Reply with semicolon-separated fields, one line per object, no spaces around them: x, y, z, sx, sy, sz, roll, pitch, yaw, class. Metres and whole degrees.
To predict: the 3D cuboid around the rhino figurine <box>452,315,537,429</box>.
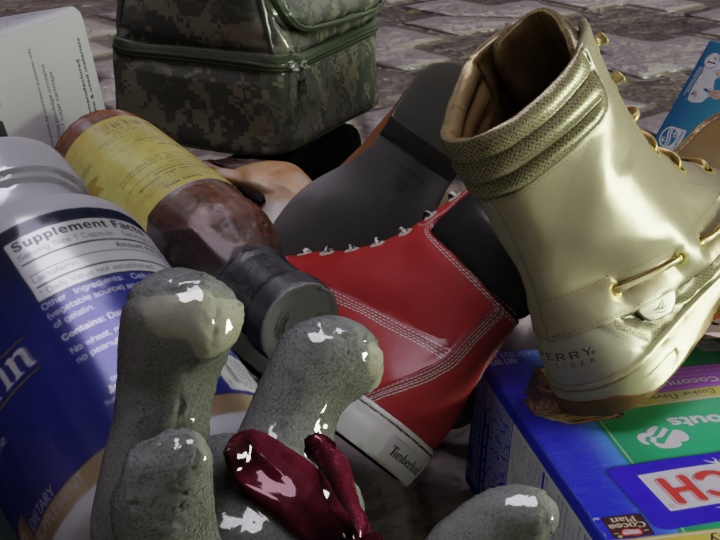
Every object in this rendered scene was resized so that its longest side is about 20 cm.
0.081;-0.005;0.890;0.087;0.060;0.200;-10;46;29;rhino figurine

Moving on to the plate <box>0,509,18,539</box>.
-0.181;0.038;0.798;0.199;0.026;0.201;3;51;-4;plate

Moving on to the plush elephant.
-0.007;0.111;0.549;0.154;0.201;0.165;16;-10;23;plush elephant

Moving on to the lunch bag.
-0.070;-0.177;1.101;0.139;0.168;0.200;8;19;22;lunch bag

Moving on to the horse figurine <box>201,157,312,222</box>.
-0.062;-0.015;0.983;0.132;0.050;0.200;-6;42;-7;horse figurine

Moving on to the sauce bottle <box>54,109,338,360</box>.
-0.081;-0.017;0.790;0.066;0.066;0.200;-10;28;-31;sauce bottle

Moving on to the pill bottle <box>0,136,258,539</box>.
-0.121;0.040;0.713;0.115;0.116;0.200;-13;50;-36;pill bottle

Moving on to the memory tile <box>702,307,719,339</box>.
0.230;0.016;1.055;0.199;0.017;0.153;-1;21;-11;memory tile

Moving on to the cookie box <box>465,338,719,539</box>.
0.154;0.101;0.731;0.171;0.075;0.200;-3;21;-12;cookie box

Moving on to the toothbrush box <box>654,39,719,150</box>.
0.300;-0.052;1.013;0.146;0.085;0.200;32;-4;-42;toothbrush box

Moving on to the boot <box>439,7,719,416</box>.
0.117;-0.054;0.744;0.073;0.156;0.200;-3;35;46;boot

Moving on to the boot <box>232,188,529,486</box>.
0.000;0.000;0.818;0.200;0.144;0.072;31;-9;43;boot

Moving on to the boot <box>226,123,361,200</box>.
-0.113;-0.069;1.156;0.168;0.077;0.200;18;31;26;boot

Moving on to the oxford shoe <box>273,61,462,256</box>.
0.003;-0.030;0.943;0.071;0.071;0.200;43;61;-1;oxford shoe

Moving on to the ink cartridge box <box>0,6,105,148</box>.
-0.246;-0.068;0.846;0.144;0.084;0.200;-4;17;29;ink cartridge box

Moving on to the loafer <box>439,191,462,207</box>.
0.088;-0.015;1.019;0.200;0.076;0.067;17;49;36;loafer
